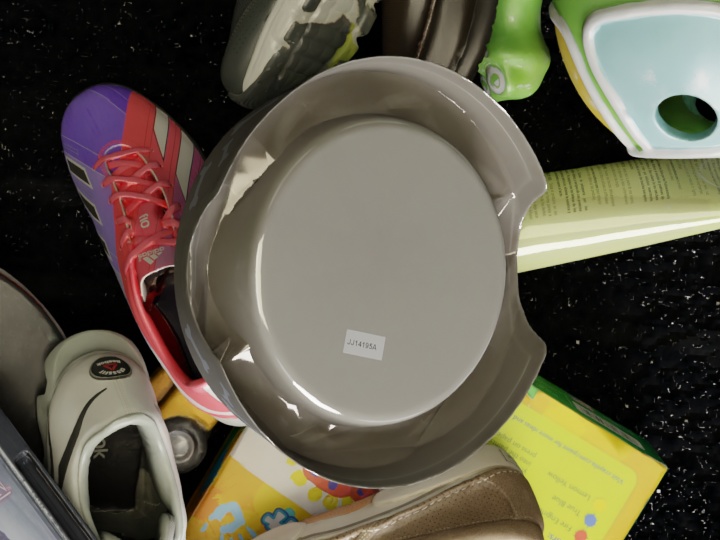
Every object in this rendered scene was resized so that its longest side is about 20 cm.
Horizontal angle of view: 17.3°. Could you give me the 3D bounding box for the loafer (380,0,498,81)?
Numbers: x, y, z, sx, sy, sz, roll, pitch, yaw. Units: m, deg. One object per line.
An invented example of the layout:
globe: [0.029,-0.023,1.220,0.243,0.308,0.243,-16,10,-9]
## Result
loafer: [0.033,-0.162,1.195,0.071,0.073,0.201,18,87,-18]

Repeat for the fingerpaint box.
fingerpaint box: [0.030,0.115,1.235,0.199,0.073,0.168,30,95,-5]

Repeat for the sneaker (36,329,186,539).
sneaker: [-0.119,0.138,1.153,0.074,0.089,0.201,-13,117,-16]

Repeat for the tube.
tube: [0.114,-0.028,1.223,0.198,0.052,0.058,-11,70,2]

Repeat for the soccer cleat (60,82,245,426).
soccer cleat: [-0.099,-0.016,1.182,0.068,0.073,0.201,-31,71,9]

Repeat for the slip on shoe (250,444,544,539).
slip on shoe: [-0.001,0.158,1.160,0.199,0.061,0.076,-25,136,-3]

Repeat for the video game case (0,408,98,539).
video game case: [-0.169,0.150,1.148,0.200,0.019,0.143,53,138,-3]

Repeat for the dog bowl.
dog bowl: [0.000,0.000,1.124,0.199,0.059,0.202,-2,93,-31]

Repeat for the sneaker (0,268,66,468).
sneaker: [-0.211,0.010,1.196,0.067,0.108,0.201,-44,104,-1]

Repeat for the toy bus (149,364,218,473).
toy bus: [-0.154,0.122,1.233,0.078,0.065,0.200,39,95,-5]

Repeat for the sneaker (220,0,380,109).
sneaker: [-0.025,-0.175,1.144,0.084,0.074,0.201,25,88,24]

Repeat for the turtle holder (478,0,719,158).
turtle holder: [0.149,-0.123,1.173,0.184,0.141,0.133,-4,99,-3]
